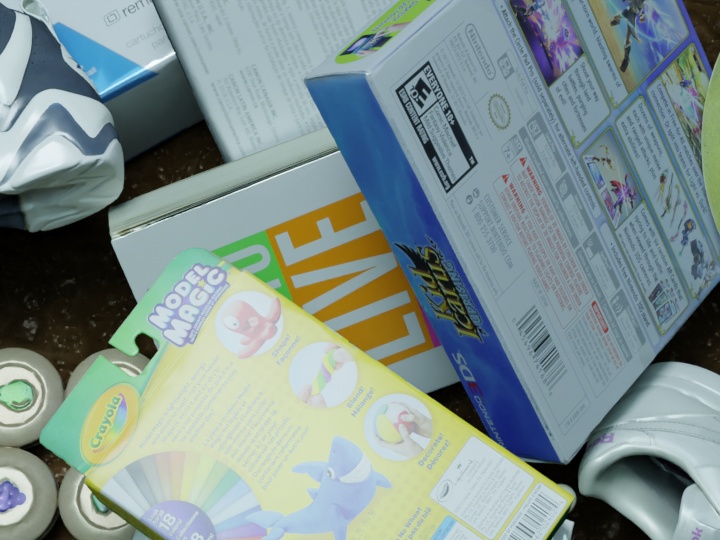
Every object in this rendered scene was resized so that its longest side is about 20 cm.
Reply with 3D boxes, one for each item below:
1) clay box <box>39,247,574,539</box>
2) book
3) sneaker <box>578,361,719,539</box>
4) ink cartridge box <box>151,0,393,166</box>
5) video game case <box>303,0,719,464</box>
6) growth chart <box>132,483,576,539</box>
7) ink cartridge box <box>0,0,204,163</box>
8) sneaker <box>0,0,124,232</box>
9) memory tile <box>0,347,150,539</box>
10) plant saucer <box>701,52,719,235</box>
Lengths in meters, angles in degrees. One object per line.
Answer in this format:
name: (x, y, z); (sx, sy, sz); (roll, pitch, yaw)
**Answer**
clay box: (-0.024, 0.089, 0.855); (0.200, 0.048, 0.115); (34, 76, 12)
book: (0.000, 0.000, 0.941); (0.200, 0.048, 0.134); (-21, 112, 0)
sneaker: (0.184, 0.119, 0.879); (0.200, 0.075, 0.100); (28, 37, 22)
ink cartridge box: (0.018, -0.112, 0.950); (0.200, 0.163, 0.057); (-26, 32, -5)
video game case: (0.086, -0.050, 0.881); (0.045, 0.200, 0.181); (3, 38, 49)
growth chart: (-0.006, 0.123, 0.878); (0.200, 0.018, 0.145); (22, 74, 8)
ink cartridge box: (-0.145, -0.161, 1.021); (0.146, 0.086, 0.200); (-29, 72, -3)
sneaker: (-0.217, -0.069, 0.915); (0.199, 0.080, 0.130); (-19, 67, -1)
memory tile: (-0.168, 0.132, 0.948); (0.153, 0.017, 0.200); (1, 72, -4)
plant saucer: (0.254, -0.056, 0.922); (0.200, 0.031, 0.200); (1, 87, -14)
